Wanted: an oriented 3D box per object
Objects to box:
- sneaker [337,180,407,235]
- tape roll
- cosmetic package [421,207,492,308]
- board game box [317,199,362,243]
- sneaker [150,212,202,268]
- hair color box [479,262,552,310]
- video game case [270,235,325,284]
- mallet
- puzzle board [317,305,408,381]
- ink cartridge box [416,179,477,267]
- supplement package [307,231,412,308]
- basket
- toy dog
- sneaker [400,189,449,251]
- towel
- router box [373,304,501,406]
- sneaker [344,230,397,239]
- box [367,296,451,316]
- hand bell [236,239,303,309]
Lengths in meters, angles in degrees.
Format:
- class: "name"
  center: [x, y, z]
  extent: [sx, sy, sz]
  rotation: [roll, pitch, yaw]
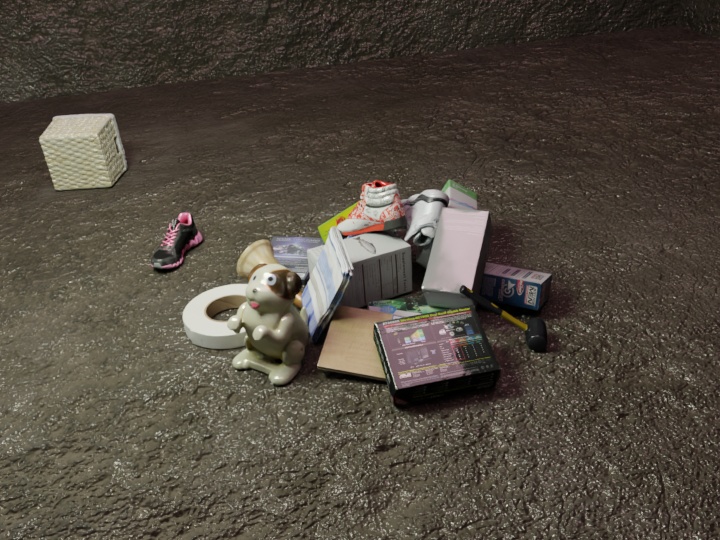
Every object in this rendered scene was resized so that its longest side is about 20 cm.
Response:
- class: "sneaker"
  center: [0.015, -0.140, 1.610]
  extent: [0.201, 0.108, 0.067]
  rotation: [-5, 12, 46]
- class: "tape roll"
  center: [-0.276, 0.095, 1.536]
  extent: [0.202, 0.037, 0.203]
  rotation: [-3, 30, 1]
- class: "cosmetic package"
  center: [0.201, -0.024, 1.479]
  extent: [0.106, 0.090, 0.201]
  rotation: [9, 66, 21]
- class: "board game box"
  center: [-0.003, -0.130, 1.754]
  extent: [0.101, 0.048, 0.200]
  rotation: [-20, -5, -43]
- class: "sneaker"
  center: [-0.466, -0.078, 1.801]
  extent: [0.079, 0.096, 0.200]
  rotation: [5, 33, 13]
- class: "hair color box"
  center: [0.294, 0.027, 1.534]
  extent: [0.199, 0.061, 0.100]
  rotation: [11, 17, 26]
- class: "video game case"
  center: [-0.174, -0.028, 1.753]
  extent: [0.142, 0.019, 0.200]
  rotation: [3, 30, 13]
- class: "mallet"
  center: [0.275, 0.090, 1.381]
  extent: [0.199, 0.041, 0.066]
  rotation: [27, 34, -16]
- class: "puzzle board"
  center: [0.032, 0.143, 1.381]
  extent: [0.199, 0.017, 0.151]
  rotation: [9, 49, 10]
- class: "ink cartridge box"
  center: [0.203, -0.100, 1.686]
  extent: [0.087, 0.146, 0.200]
  rotation: [27, 30, -11]
- class: "supplement package"
  center: [0.000, 0.000, 1.582]
  extent: [0.199, 0.118, 0.117]
  rotation: [-17, 30, -22]
- class: "basket"
  center: [-0.857, -0.366, 2.249]
  extent: [0.199, 0.199, 0.161]
  rotation: [-3, 34, 1]
- class: "toy dog"
  center: [-0.158, 0.086, 1.372]
  extent: [0.139, 0.201, 0.194]
  rotation: [23, 40, 38]
- class: "sneaker"
  center: [0.116, -0.101, 1.614]
  extent: [0.200, 0.075, 0.115]
  rotation: [-22, 49, 55]
- class: "towel"
  center: [-0.072, 0.028, 1.447]
  extent: [0.024, 0.200, 0.147]
  rotation: [8, 39, -25]
- class: "router box"
  center: [0.135, 0.152, 1.316]
  extent: [0.199, 0.062, 0.150]
  rotation: [-9, 51, -10]
- class: "sneaker"
  center: [-0.008, -0.070, 1.736]
  extent: [0.199, 0.088, 0.075]
  rotation: [-10, 32, -7]
- class: "box"
  center: [0.118, 0.104, 1.470]
  extent: [0.199, 0.036, 0.145]
  rotation: [-5, 30, -2]
- class: "hand bell"
  center: [-0.171, 0.028, 1.595]
  extent: [0.104, 0.104, 0.200]
  rotation: [-29, 55, -36]
